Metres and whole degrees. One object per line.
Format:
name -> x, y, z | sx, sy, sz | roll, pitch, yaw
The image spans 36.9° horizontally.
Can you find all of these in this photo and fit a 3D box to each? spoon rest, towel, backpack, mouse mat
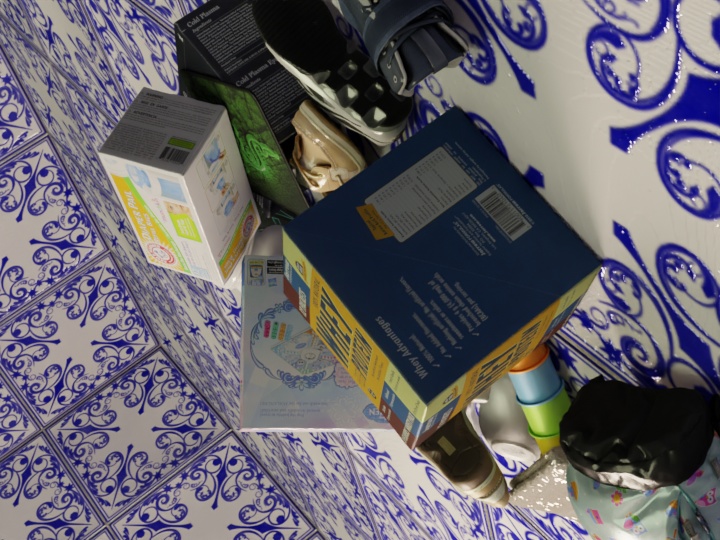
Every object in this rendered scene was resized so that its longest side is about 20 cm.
spoon rest -> 0.160, 0.154, 1.172 | 0.098, 0.061, 0.200 | 4, 153, 30
towel -> 0.229, 0.225, 1.090 | 0.131, 0.035, 0.200 | 14, 158, 0
backpack -> 0.262, 0.199, 0.917 | 0.201, 0.126, 0.166 | 58, 160, -20
mouse mat -> -0.127, -0.140, 1.178 | 0.199, 0.007, 0.162 | 29, 149, 55

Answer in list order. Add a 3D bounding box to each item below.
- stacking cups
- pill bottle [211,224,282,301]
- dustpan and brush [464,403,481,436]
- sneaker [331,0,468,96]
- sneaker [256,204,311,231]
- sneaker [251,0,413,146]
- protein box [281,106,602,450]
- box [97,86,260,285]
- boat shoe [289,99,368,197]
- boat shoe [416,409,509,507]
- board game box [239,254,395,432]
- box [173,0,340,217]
stacking cups -> 0.178, 0.106, 1.091 | 0.060, 0.060, 0.202 | 22, 140, 60
pill bottle -> -0.082, 0.011, 1.361 | 0.198, 0.114, 0.112 | 21, 170, -17
dustpan and brush -> 0.125, 0.121, 1.244 | 0.139, 0.057, 0.202 | 33, 153, 50
sneaker -> 0.023, -0.225, 0.823 | 0.147, 0.076, 0.203 | 59, 176, 26
sneaker -> -0.122, -0.082, 1.479 | 0.200, 0.079, 0.076 | 43, 161, 38
sneaker -> -0.034, -0.194, 1.060 | 0.200, 0.074, 0.089 | 48, 166, 10
protein box -> 0.064, 0.007, 0.958 | 0.199, 0.199, 0.135 | 49, 162, 17
box -> -0.198, -0.091, 1.216 | 0.111, 0.102, 0.201 | 16, 148, 19
boat shoe -> -0.037, -0.114, 1.136 | 0.074, 0.069, 0.200 | 48, -179, 20
boat shoe -> 0.112, 0.207, 1.217 | 0.076, 0.072, 0.200 | 46, -174, -23
board game box -> -0.041, 0.087, 1.260 | 0.043, 0.197, 0.202 | 128, 143, -72
box -> -0.117, -0.193, 1.238 | 0.183, 0.104, 0.200 | 50, 162, 10
